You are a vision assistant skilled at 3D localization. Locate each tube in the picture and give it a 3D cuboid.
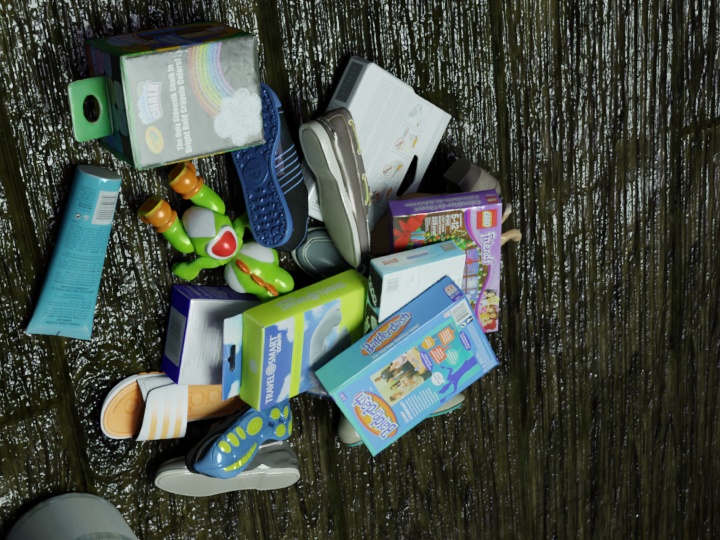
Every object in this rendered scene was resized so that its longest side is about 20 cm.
[{"bbox_3d":[-0.317,-0.016,1.270,0.077,0.050,0.202,10,105,-30],"label":"tube"}]

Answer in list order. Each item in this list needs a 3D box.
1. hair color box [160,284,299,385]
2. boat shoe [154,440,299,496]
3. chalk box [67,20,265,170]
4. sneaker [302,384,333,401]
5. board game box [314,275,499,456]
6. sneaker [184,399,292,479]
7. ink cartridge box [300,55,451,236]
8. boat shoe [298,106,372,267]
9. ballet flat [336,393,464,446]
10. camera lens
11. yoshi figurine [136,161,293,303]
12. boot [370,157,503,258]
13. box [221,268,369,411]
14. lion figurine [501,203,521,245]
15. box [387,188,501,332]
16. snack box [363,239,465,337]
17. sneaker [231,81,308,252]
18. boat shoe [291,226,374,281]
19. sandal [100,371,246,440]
[{"bbox_3d":[-0.140,0.080,1.401,0.199,0.065,0.110,3,104,-32],"label":"hair color box"},{"bbox_3d":[-0.173,0.249,1.452,0.199,0.057,0.067,5,140,-30],"label":"boat shoe"},{"bbox_3d":[-0.221,-0.189,1.223,0.199,0.124,0.126,-14,114,-26],"label":"chalk box"},{"bbox_3d":[0.007,0.128,1.508,0.199,0.072,0.073,-12,106,-31],"label":"sneaker"},{"bbox_3d":[0.060,0.119,1.379,0.199,0.045,0.152,-36,136,-5],"label":"board game box"},{"bbox_3d":[-0.149,0.197,1.405,0.199,0.082,0.071,-34,113,-57],"label":"sneaker"},{"bbox_3d":[0.013,-0.145,1.434,0.173,0.043,0.201,22,94,-48],"label":"ink cartridge box"},{"bbox_3d":[-0.017,-0.097,1.350,0.059,0.072,0.201,-32,124,-24],"label":"boat shoe"},{"bbox_3d":[0.056,0.183,1.563,0.199,0.069,0.070,-18,115,-26],"label":"ballet flat"},{"bbox_3d":[-0.319,0.363,1.300,0.159,0.200,0.161,-11,112,-28],"label":"camera lens"},{"bbox_3d":[-0.165,-0.035,1.345,0.200,0.112,0.112,43,41,-21],"label":"yoshi figurine"},{"bbox_3d":[0.108,-0.056,1.498,0.200,0.070,0.146,-40,147,-4],"label":"boot"},{"bbox_3d":[-0.073,0.085,1.355,0.199,0.048,0.123,-21,129,-38],"label":"box"},{"bbox_3d":[0.132,-0.001,1.499,0.122,0.073,0.201,-13,135,-24],"label":"lion figurine"},{"bbox_3d":[0.106,-0.003,1.424,0.136,0.039,0.201,-8,126,-5],"label":"box"},{"bbox_3d":[0.062,0.064,1.397,0.115,0.037,0.201,-14,130,-25],"label":"snack box"},{"bbox_3d":[-0.104,-0.120,1.339,0.078,0.070,0.202,11,70,-69],"label":"sneaker"},{"bbox_3d":[0.000,0.000,1.462,0.199,0.062,0.073,27,91,-36],"label":"boat shoe"},{"bbox_3d":[-0.215,0.164,1.385,0.205,0.059,0.080,-8,110,-30],"label":"sandal"}]
